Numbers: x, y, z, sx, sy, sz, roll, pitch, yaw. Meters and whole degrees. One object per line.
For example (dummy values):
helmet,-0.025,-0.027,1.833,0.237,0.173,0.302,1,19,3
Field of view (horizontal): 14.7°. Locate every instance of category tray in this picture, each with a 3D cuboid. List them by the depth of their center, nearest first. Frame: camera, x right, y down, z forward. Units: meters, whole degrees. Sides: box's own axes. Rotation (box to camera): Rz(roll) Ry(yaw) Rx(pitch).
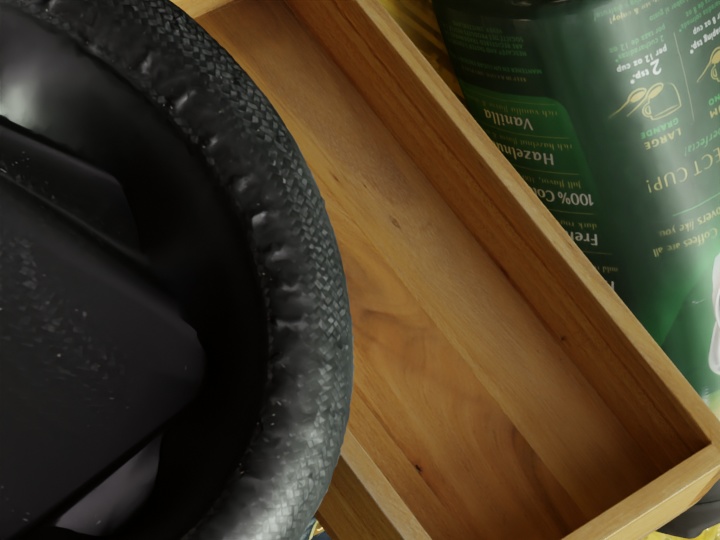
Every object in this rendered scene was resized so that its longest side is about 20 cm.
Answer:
tray,0.000,0.000,0.748,0.099,0.200,0.037,-28,161,-31

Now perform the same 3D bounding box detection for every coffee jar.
coffee jar,0.095,-0.020,0.874,0.104,0.085,0.200,-33,119,-31

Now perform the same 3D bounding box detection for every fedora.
fedora,-0.103,0.012,0.689,0.200,0.092,0.201,3,77,-14

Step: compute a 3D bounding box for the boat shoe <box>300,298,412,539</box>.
boat shoe,-0.072,0.081,0.773,0.200,0.071,0.091,-23,143,-17
